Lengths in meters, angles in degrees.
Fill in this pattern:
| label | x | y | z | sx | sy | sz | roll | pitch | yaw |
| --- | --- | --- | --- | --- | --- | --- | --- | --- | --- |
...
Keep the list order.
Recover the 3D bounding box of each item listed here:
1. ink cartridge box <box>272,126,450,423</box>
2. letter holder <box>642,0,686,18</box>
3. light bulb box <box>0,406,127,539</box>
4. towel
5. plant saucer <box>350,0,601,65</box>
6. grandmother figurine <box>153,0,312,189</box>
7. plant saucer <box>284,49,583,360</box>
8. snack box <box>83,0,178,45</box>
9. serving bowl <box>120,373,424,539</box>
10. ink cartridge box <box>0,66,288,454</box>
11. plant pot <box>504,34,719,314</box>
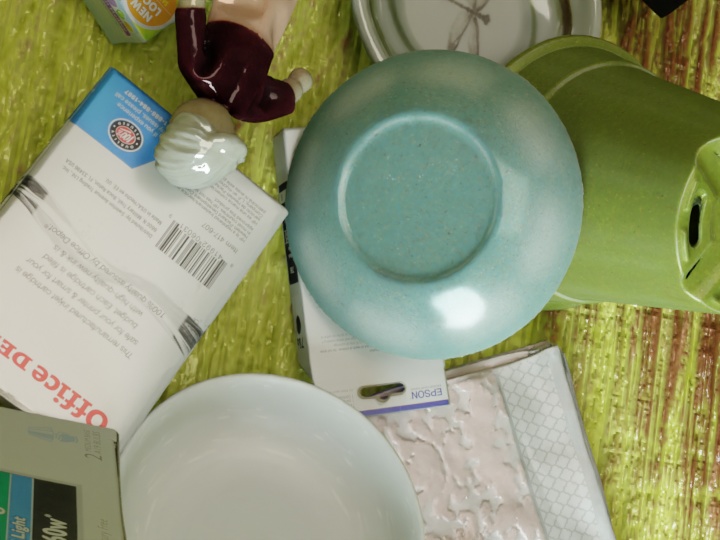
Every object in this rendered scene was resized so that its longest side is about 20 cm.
| label | x | y | z | sx | sy | sz | roll | pitch | yaw |
| --- | --- | --- | --- | --- | --- | --- | --- | --- | --- |
| ink cartridge box | 0.000 | 0.000 | 0.962 | 0.099 | 0.039 | 0.202 | -5 | 85 | -18 |
| letter holder | 0.196 | -0.313 | 1.023 | 0.200 | 0.100 | 0.143 | 37 | 46 | -17 |
| light bulb box | -0.204 | 0.200 | 0.736 | 0.124 | 0.198 | 0.201 | 13 | 105 | -16 |
| towel | 0.087 | 0.167 | 0.986 | 0.190 | 0.032 | 0.202 | -16 | 89 | -23 |
| plant saucer | 0.078 | -0.192 | 1.013 | 0.199 | 0.050 | 0.202 | 3 | 82 | -22 |
| grandmother figurine | -0.075 | -0.139 | 0.863 | 0.121 | 0.060 | 0.201 | 33 | 65 | -32 |
| plant saucer | 0.040 | -0.044 | 0.891 | 0.199 | 0.039 | 0.203 | -1 | 87 | 17 |
| snack box | -0.121 | -0.272 | 0.913 | 0.200 | 0.068 | 0.169 | -41 | 114 | -19 |
| serving bowl | -0.064 | 0.167 | 0.871 | 0.198 | 0.066 | 0.201 | 10 | 57 | -15 |
| ink cartridge box | -0.164 | 0.001 | 0.873 | 0.146 | 0.084 | 0.201 | 40 | 72 | -14 |
| plant pot | 0.194 | -0.050 | 0.938 | 0.199 | 0.190 | 0.202 | -7 | 106 | -28 |
